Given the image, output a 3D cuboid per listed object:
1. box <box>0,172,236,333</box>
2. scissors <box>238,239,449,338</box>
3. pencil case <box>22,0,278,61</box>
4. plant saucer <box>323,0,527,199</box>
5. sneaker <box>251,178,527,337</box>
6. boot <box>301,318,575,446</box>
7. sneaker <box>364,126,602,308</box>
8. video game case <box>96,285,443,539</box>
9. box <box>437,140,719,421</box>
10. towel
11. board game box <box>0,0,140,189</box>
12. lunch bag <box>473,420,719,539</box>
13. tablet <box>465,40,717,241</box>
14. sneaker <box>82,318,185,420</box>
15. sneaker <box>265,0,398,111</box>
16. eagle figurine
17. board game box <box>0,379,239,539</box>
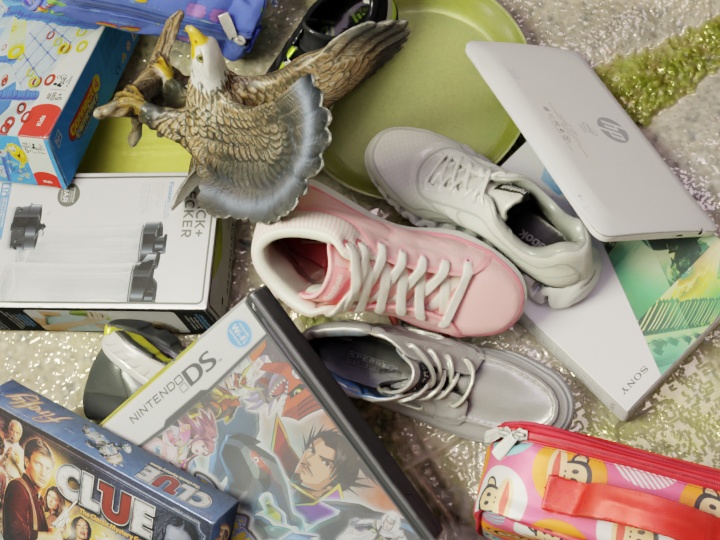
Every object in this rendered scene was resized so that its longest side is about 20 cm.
[{"bbox_3d":[-0.201,-0.015,0.853,0.197,0.060,0.118,1,69,8],"label":"box"},{"bbox_3d":[0.000,0.000,0.848,0.199,0.014,0.074,31,81,18],"label":"scissors"},{"bbox_3d":[-0.167,-0.222,0.859,0.198,0.079,0.087,9,37,-31],"label":"pencil case"},{"bbox_3d":[0.042,-0.145,0.879,0.197,0.031,0.203,-3,71,9],"label":"plant saucer"},{"bbox_3d":[0.016,0.007,0.724,0.198,0.105,0.076,23,114,-1],"label":"sneaker"},{"bbox_3d":[0.050,0.081,0.759,0.197,0.095,0.075,11,90,15],"label":"boot"},{"bbox_3d":[0.087,-0.054,0.780,0.199,0.081,0.076,32,80,19],"label":"sneaker"},{"bbox_3d":[-0.071,0.144,0.734,0.180,0.025,0.201,-39,85,22],"label":"video game case"},{"bbox_3d":[0.174,-0.009,0.811,0.144,0.036,0.200,-43,72,-7],"label":"box"},{"bbox_3d":[-0.215,-0.102,0.912,0.197,0.018,0.087,1,77,8],"label":"towel"},{"bbox_3d":[-0.303,-0.168,0.893,0.193,0.056,0.202,6,53,10],"label":"board game box"},{"bbox_3d":[0.169,0.157,0.680,0.197,0.176,0.083,14,74,12],"label":"lunch bag"},{"bbox_3d":[0.169,-0.100,0.796,0.129,0.014,0.201,-3,51,-35],"label":"tablet"},{"bbox_3d":[-0.121,0.120,0.802,0.199,0.074,0.085,38,108,11],"label":"sneaker"},{"bbox_3d":[-0.045,-0.161,0.838,0.071,0.083,0.201,32,79,18],"label":"sneaker"},{"bbox_3d":[-0.077,-0.110,0.739,0.197,0.151,0.154,11,90,19],"label":"eagle figurine"},{"bbox_3d":[-0.187,0.179,0.755,0.198,0.035,0.137,23,114,19],"label":"board game box"}]
